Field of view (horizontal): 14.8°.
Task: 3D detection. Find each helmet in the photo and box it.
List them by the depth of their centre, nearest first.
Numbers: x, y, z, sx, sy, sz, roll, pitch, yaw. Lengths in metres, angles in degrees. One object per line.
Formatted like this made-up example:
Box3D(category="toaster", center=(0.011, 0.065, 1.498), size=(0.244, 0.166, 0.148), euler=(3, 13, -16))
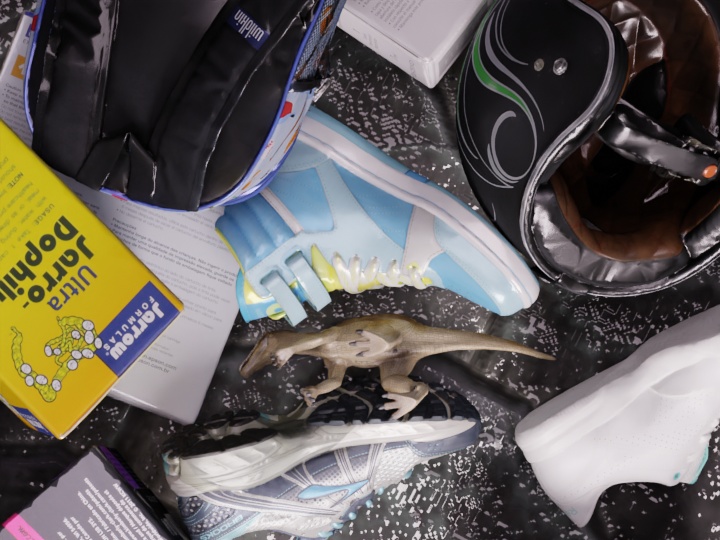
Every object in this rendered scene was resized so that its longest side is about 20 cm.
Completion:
Box3D(category="helmet", center=(0.151, -0.102, 1.673), size=(0.199, 0.201, 0.191), euler=(-12, 41, 0))

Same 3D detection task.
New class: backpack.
Box3D(category="backpack", center=(-0.106, -0.132, 1.624), size=(0.199, 0.154, 0.192), euler=(22, 93, 15))

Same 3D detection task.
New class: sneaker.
Box3D(category="sneaker", center=(0.000, 0.000, 1.682), size=(0.199, 0.080, 0.131), euler=(33, 78, 19))
Box3D(category="sneaker", center=(0.200, 0.087, 1.721), size=(0.199, 0.075, 0.089), euler=(-29, 97, 4))
Box3D(category="sneaker", center=(-0.021, 0.123, 1.723), size=(0.199, 0.078, 0.087), euler=(-11, 111, -6))

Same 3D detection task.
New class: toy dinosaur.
Box3D(category="toy dinosaur", center=(0.018, 0.046, 1.708), size=(0.199, 0.101, 0.059), euler=(-1, 110, 7))

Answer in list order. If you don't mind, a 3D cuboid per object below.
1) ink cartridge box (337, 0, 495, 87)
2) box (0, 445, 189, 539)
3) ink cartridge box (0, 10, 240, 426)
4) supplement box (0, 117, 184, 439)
Box3D(category="ink cartridge box", center=(0.033, -0.241, 1.715), size=(0.176, 0.045, 0.200), euler=(35, 77, 14))
Box3D(category="box", center=(-0.197, 0.209, 1.683), size=(0.200, 0.122, 0.106), euler=(-40, 85, -2))
Box3D(category="ink cartridge box", center=(-0.159, -0.031, 1.720), size=(0.195, 0.043, 0.201), euler=(23, 83, -16))
Box3D(category="supplement box", center=(-0.217, -0.011, 1.624), size=(0.200, 0.109, 0.110), euler=(46, 79, -13))
